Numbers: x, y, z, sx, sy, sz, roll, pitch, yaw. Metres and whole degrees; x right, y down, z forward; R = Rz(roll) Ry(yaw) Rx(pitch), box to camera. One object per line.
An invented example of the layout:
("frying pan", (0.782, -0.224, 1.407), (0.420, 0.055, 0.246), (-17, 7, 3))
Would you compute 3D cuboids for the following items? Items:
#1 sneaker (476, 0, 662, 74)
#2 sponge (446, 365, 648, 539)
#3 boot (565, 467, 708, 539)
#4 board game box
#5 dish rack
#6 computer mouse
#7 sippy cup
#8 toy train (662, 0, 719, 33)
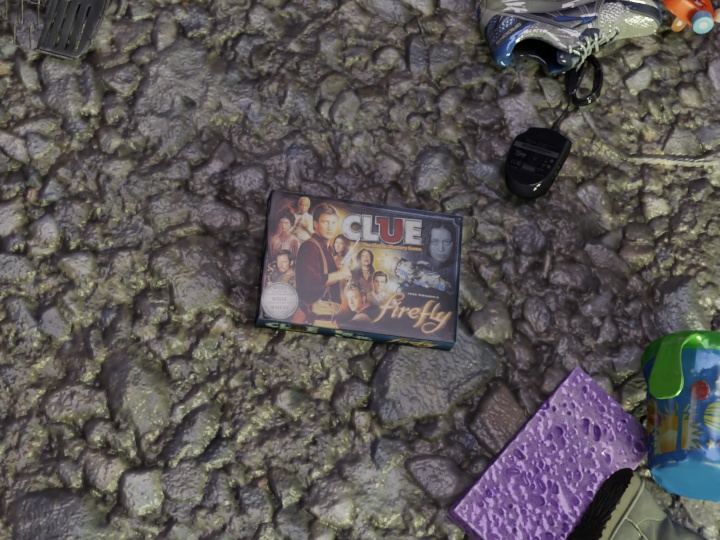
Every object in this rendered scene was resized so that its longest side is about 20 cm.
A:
("sneaker", (0.226, -0.248, 1.417), (0.198, 0.077, 0.086), (-4, 65, -3))
("sponge", (0.189, 0.202, 1.297), (0.112, 0.030, 0.200), (43, 70, 3))
("boot", (0.283, 0.310, 1.255), (0.200, 0.072, 0.182), (45, 72, -12))
("board game box", (0.000, 0.000, 1.320), (0.198, 0.035, 0.137), (7, 72, -9))
("dish rack", (-0.352, -0.297, 1.333), (0.198, 0.055, 0.155), (14, 72, -7))
("computer mouse", (0.209, -0.152, 1.413), (0.058, 0.034, 0.201), (21, 63, 23))
("sippy cup", (0.333, 0.146, 1.276), (0.177, 0.140, 0.131), (22, 60, -11))
("toy train", (0.322, -0.341, 1.463), (0.149, 0.056, 0.201), (23, 44, -28))
